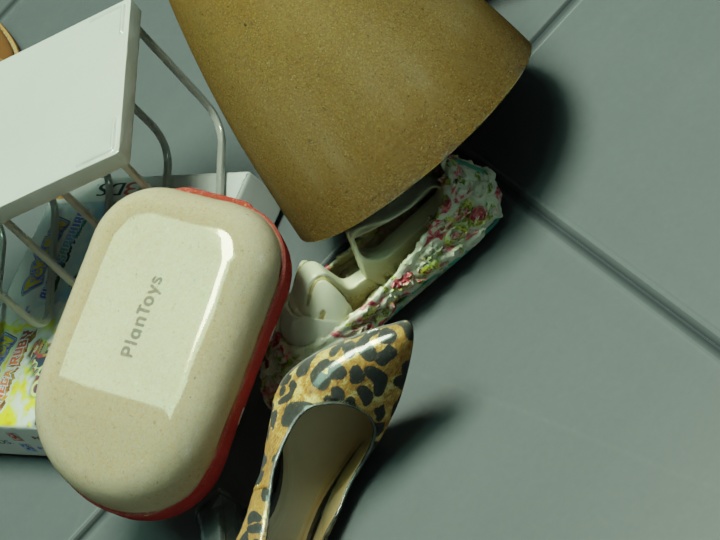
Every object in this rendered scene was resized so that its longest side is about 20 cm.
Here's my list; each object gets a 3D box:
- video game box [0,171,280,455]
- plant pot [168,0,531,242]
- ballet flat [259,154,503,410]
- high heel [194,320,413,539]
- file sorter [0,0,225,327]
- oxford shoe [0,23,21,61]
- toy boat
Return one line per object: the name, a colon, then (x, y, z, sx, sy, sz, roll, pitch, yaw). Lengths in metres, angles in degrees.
video game box: (-0.162, 0.028, 1.820, 0.182, 0.047, 0.200, -3, 56, 42)
plant pot: (-0.031, -0.151, 1.688, 0.186, 0.200, 0.186, -40, 14, 12)
ballet flat: (0.000, 0.000, 1.688, 0.200, 0.064, 0.076, -45, 40, 2)
high heel: (-0.022, 0.131, 1.585, 0.200, 0.071, 0.143, -49, 31, 23)
file sorter: (-0.197, -0.053, 1.786, 0.200, 0.125, 0.139, -24, 43, 24)
oxford shoe: (-0.294, -0.142, 2.055, 0.071, 0.071, 0.200, -36, 40, 15)
toy boat: (-0.108, 0.056, 1.678, 0.130, 0.131, 0.200, 15, 77, 28)
